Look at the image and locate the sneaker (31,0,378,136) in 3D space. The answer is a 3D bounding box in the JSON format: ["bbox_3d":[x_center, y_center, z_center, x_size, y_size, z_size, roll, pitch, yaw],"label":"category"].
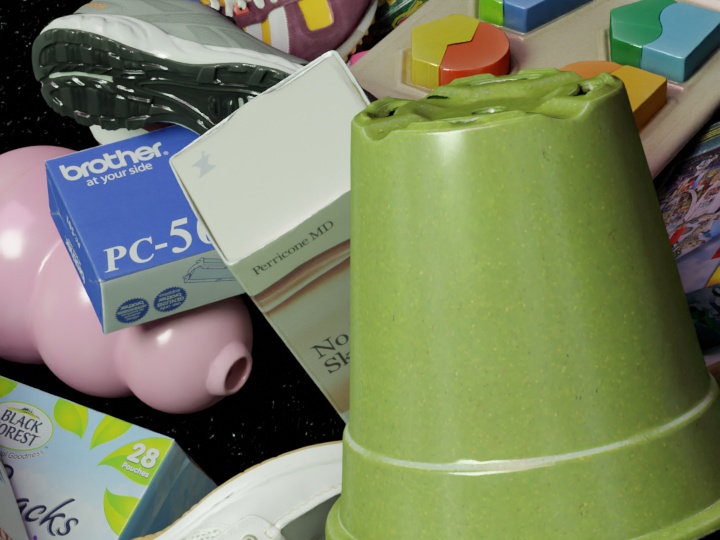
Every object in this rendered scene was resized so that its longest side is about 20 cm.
[{"bbox_3d":[-0.069,-0.103,1.240,0.199,0.074,0.079,20,41,15],"label":"sneaker"}]

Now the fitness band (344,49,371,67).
[{"bbox_3d":[0.043,-0.066,1.324,0.199,0.037,0.144,-12,54,20],"label":"fitness band"}]

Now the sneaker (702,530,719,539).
[{"bbox_3d":[0.218,0.102,1.117,0.199,0.071,0.094,-5,39,26],"label":"sneaker"}]

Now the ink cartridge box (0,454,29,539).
[{"bbox_3d":[-0.247,0.084,1.206,0.086,0.147,0.200,-30,50,3],"label":"ink cartridge box"}]

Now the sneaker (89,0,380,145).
[{"bbox_3d":[-0.073,-0.137,1.348,0.200,0.090,0.075,-43,37,-18],"label":"sneaker"}]

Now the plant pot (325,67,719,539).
[{"bbox_3d":[0.068,0.014,1.056,0.199,0.191,0.200,-9,12,2],"label":"plant pot"}]

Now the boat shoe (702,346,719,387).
[{"bbox_3d":[0.232,0.025,1.154,0.199,0.071,0.070,-23,40,11],"label":"boat shoe"}]

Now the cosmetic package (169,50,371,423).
[{"bbox_3d":[0.000,0.000,1.192,0.103,0.200,0.087,-34,48,3],"label":"cosmetic package"}]

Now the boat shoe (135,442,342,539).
[{"bbox_3d":[-0.069,0.156,1.173,0.199,0.071,0.069,-29,60,-15],"label":"boat shoe"}]

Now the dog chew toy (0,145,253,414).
[{"bbox_3d":[-0.141,0.013,1.312,0.200,0.125,0.125,30,74,29],"label":"dog chew toy"}]

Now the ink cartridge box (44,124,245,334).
[{"bbox_3d":[-0.058,-0.039,1.258,0.199,0.044,0.094,-16,51,-16],"label":"ink cartridge box"}]

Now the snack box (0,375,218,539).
[{"bbox_3d":[-0.201,0.147,1.279,0.199,0.068,0.169,18,68,33],"label":"snack box"}]

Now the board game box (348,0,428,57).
[{"bbox_3d":[-0.056,-0.140,1.431,0.200,0.023,0.105,-34,49,2],"label":"board game box"}]

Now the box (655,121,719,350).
[{"bbox_3d":[0.190,-0.026,1.141,0.137,0.038,0.200,-54,13,-22],"label":"box"}]

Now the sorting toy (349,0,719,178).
[{"bbox_3d":[0.105,-0.116,1.267,0.184,0.037,0.200,21,47,26],"label":"sorting toy"}]
